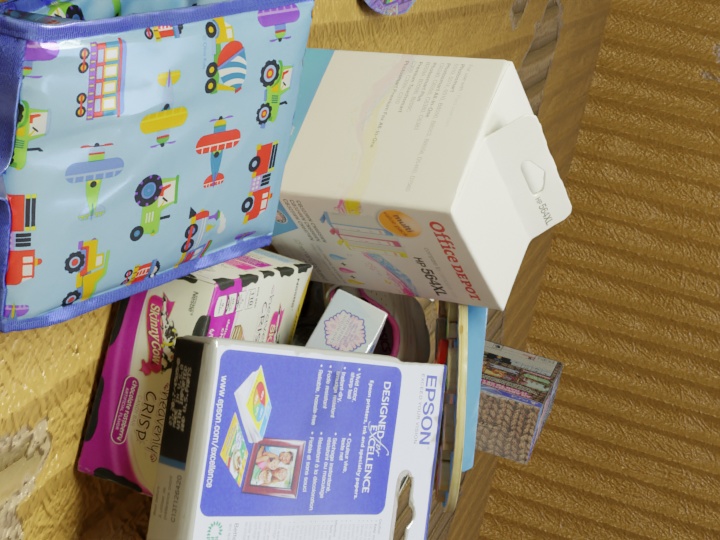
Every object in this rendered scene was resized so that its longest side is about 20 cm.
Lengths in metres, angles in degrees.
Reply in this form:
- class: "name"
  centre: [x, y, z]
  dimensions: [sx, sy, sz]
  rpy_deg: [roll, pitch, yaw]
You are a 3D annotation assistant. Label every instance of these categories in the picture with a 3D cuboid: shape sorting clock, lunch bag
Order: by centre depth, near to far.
- class: "lunch bag"
  centre: [-0.118, -0.064, 0.670]
  dimensions: [0.200, 0.094, 0.151]
  rpy_deg: [-35, 142, -56]
- class: "shape sorting clock"
  centre: [0.067, 0.083, 1.053]
  dimensions: [0.200, 0.039, 0.201]
  rpy_deg: [6, 90, -89]

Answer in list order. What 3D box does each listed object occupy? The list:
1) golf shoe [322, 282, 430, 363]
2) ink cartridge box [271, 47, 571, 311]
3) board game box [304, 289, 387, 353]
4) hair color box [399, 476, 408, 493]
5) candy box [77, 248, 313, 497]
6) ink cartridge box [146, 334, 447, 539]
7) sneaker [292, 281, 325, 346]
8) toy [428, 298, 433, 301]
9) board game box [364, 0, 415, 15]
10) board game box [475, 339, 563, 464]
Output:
- class: "golf shoe"
  centre: [0.000, 0.000, 1.082]
  dimensions: [0.201, 0.075, 0.092]
  rpy_deg: [69, 18, -3]
- class: "ink cartridge box"
  centre: [0.037, -0.065, 0.965]
  dimensions: [0.129, 0.199, 0.126]
  rpy_deg: [55, 51, -50]
- class: "board game box"
  centre: [-0.054, 0.136, 0.963]
  dimensions: [0.200, 0.041, 0.200]
  rpy_deg: [-61, 176, -23]
- class: "hair color box"
  centre: [0.002, 0.152, 1.065]
  dimensions: [0.102, 0.061, 0.200]
  rpy_deg: [-63, 178, 8]
- class: "candy box"
  centre: [-0.101, 0.057, 0.898]
  dimensions: [0.200, 0.061, 0.137]
  rpy_deg: [-18, 124, -75]
- class: "ink cartridge box"
  centre: [-0.038, 0.145, 0.833]
  dimensions: [0.199, 0.047, 0.199]
  rpy_deg: [11, 86, -47]
- class: "sneaker"
  centre: [-0.036, 0.076, 1.177]
  dimensions: [0.200, 0.074, 0.087]
  rpy_deg: [-49, 158, -59]
- class: "toy"
  centre: [0.047, -0.080, 1.184]
  dimensions: [0.200, 0.047, 0.116]
  rpy_deg: [50, 49, -36]
- class: "board game box"
  centre: [0.069, -0.296, 1.111]
  dimensions: [0.200, 0.039, 0.158]
  rpy_deg: [-55, 154, -11]
- class: "board game box"
  centre: [0.213, 0.197, 2.137]
  dimensions: [0.200, 0.159, 0.097]
  rpy_deg: [-42, 145, -65]
